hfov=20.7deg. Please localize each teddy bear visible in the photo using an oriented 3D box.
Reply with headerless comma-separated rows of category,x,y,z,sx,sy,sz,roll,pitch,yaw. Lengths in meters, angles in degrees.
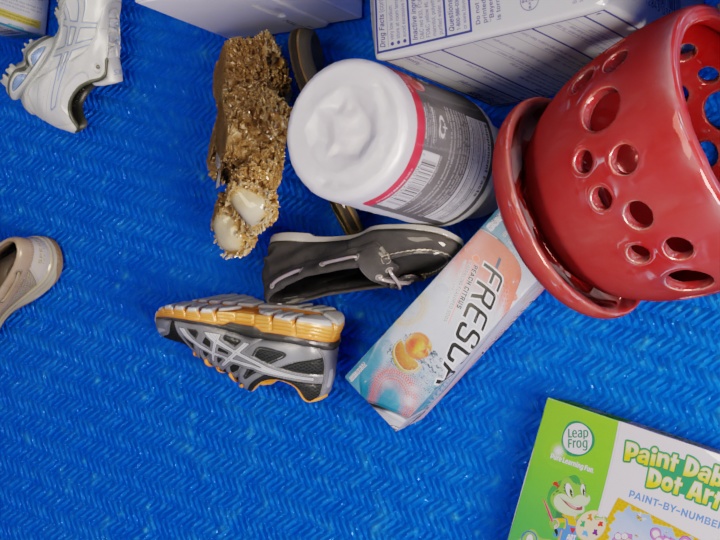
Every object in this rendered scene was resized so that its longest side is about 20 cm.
teddy bear,-0.090,-0.106,1.697,0.200,0.067,0.145,-98,23,-44

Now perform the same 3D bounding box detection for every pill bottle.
pill bottle,0.041,-0.094,1.548,0.111,0.200,0.111,-5,80,32

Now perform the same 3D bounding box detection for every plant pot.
plant pot,0.212,-0.067,1.438,0.182,0.200,0.201,-28,68,35

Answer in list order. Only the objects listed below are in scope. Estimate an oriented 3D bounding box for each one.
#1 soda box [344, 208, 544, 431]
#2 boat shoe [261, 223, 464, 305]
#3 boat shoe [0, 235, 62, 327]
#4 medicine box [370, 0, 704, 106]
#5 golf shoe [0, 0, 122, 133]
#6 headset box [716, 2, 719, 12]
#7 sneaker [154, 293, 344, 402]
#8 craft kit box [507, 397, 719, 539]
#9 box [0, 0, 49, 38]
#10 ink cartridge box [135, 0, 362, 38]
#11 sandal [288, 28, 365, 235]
soda box,0.081,0.035,1.575,0.064,0.068,0.200,45,109,12
boat shoe,0.000,0.000,1.614,0.200,0.067,0.057,-3,68,41
boat shoe,-0.373,0.029,1.882,0.200,0.064,0.071,-41,63,21
medicine box,0.137,-0.207,1.513,0.200,0.182,0.103,-9,77,32
golf shoe,-0.246,-0.220,1.845,0.097,0.078,0.200,39,111,14
headset box,0.346,-0.106,1.380,0.077,0.149,0.200,-30,68,27
sneaker,-0.101,0.064,1.696,0.200,0.078,0.077,8,105,40
craft kit box,0.206,0.217,1.488,0.200,0.048,0.198,16,89,34
box,-0.339,-0.331,1.904,0.049,0.082,0.200,1,83,34
ink cartridge box,-0.093,-0.318,1.702,0.146,0.147,0.200,-5,80,32
sandal,-0.016,-0.117,1.676,0.055,0.082,0.200,-14,69,4
